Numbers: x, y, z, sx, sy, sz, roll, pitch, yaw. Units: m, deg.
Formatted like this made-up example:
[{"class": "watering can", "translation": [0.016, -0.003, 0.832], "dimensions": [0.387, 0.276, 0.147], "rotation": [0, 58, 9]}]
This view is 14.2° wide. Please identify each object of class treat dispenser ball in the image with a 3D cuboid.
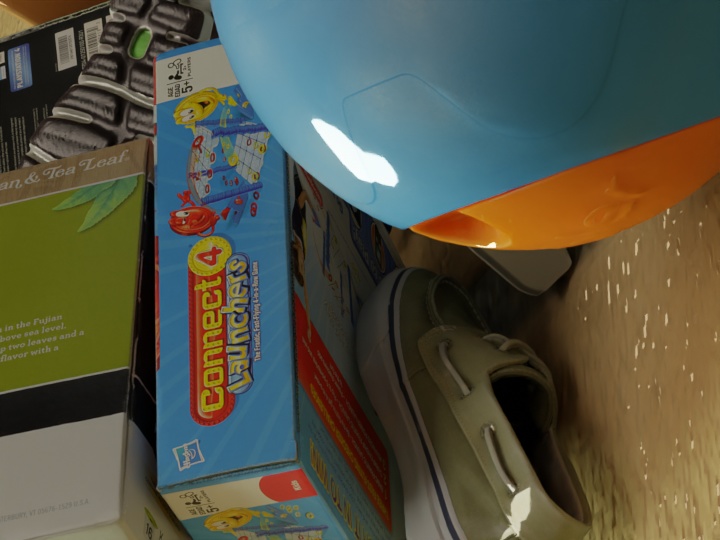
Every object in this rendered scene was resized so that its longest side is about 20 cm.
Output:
[{"class": "treat dispenser ball", "translation": [0.049, -0.107, 0.934], "dimensions": [0.201, 0.199, 0.202], "rotation": [-171, 90, -72]}]

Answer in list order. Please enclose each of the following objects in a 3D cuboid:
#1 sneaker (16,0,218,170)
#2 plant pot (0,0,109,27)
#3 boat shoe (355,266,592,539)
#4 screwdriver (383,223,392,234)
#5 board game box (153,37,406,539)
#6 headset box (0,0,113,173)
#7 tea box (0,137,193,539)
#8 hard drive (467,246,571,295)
[{"class": "sneaker", "translation": [-0.074, -0.065, 1.272], "dimensions": [0.075, 0.115, 0.201], "rotation": [24, 88, 32]}, {"class": "plant pot", "translation": [-0.115, -0.184, 1.532], "dimensions": [0.141, 0.199, 0.200], "rotation": [-61, 20, 5]}, {"class": "boat shoe", "translation": [0.048, 0.058, 1.097], "dimensions": [0.062, 0.072, 0.201], "rotation": [-41, 33, 18]}, {"class": "screwdriver", "translation": [0.000, 0.000, 1.312], "dimensions": [0.029, 0.028, 0.201], "rotation": [-53, -15, -62]}, {"class": "board game box", "translation": [-0.024, 0.042, 1.154], "dimensions": [0.200, 0.055, 0.197], "rotation": [62, -159, -53]}, {"class": "headset box", "translation": [-0.108, 0.003, 1.409], "dimensions": [0.201, 0.092, 0.175], "rotation": [64, -169, -47]}, {"class": "tea box", "translation": [-0.112, 0.093, 1.161], "dimensions": [0.198, 0.133, 0.201], "rotation": [-88, -20, -44]}, {"class": "hard drive", "translation": [0.012, -0.083, 1.161], "dimensions": [0.027, 0.132, 0.200], "rotation": [-43, 30, 13]}]
